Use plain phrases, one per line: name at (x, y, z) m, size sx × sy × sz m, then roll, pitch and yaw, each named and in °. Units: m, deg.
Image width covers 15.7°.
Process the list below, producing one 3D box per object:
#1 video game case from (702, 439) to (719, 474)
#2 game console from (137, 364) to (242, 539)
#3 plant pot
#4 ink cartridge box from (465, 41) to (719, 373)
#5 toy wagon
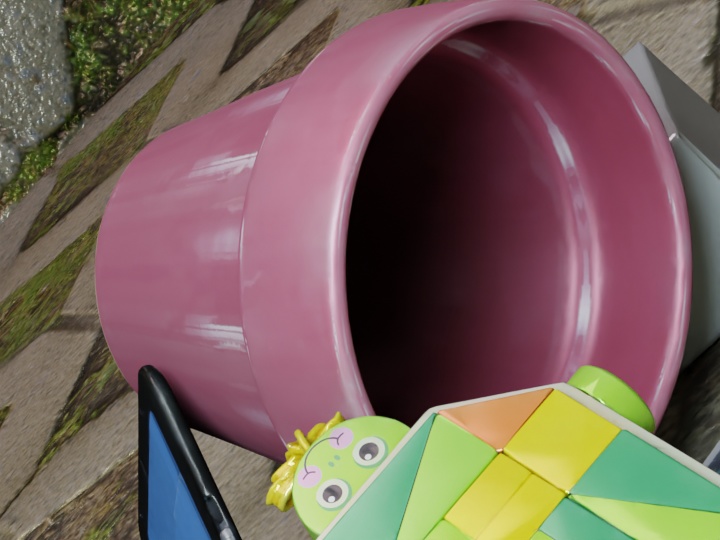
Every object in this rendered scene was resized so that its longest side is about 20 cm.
video game case at (0.130, 0.119, 0.860) m, size 0.182 × 0.023 × 0.200 m, roll -51°, pitch 14°, yaw -13°
game console at (-0.086, 0.167, 1.025) m, size 0.176 × 0.116 × 0.200 m, roll -56°, pitch -11°, yaw -24°
plant pot at (0.000, 0.000, 1.011) m, size 0.178 × 0.200 × 0.200 m, roll -1°, pitch 46°, yaw 46°
ink cartridge box at (0.087, 0.010, 1.150) m, size 0.200 × 0.083 × 0.146 m, roll -44°, pitch 15°, yaw 14°
toy wagon at (0.042, 0.098, 0.820) m, size 0.200 × 0.040 × 0.155 m, roll 31°, pitch 70°, yaw 33°
